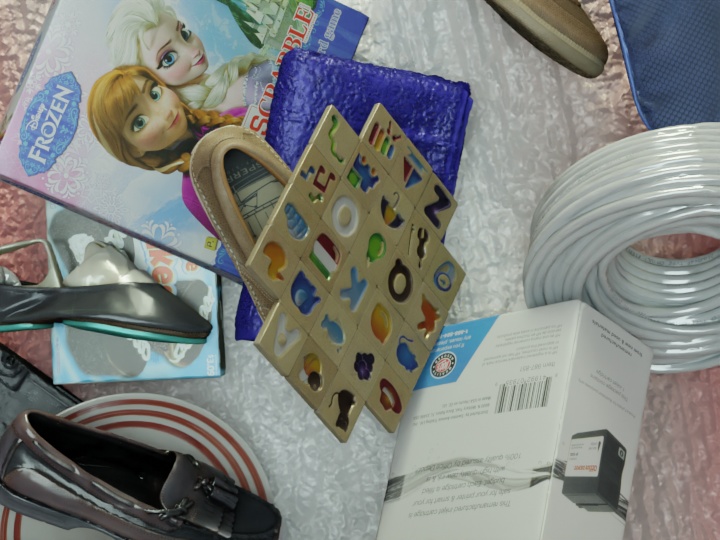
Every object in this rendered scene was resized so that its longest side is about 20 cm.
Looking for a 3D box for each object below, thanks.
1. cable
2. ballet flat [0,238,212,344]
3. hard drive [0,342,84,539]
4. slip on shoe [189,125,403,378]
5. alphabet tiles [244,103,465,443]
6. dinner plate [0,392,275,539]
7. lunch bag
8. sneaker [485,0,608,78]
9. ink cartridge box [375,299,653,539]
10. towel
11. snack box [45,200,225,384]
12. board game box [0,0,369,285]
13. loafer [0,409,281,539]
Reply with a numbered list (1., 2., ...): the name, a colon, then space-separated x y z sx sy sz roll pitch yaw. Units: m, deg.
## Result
1. cable: 0.204 -0.013 1.687 0.199 0.200 0.069 8 51 -10
2. ballet flat: -0.196 0.013 1.738 0.199 0.073 0.073 1 90 10
3. hard drive: -0.270 0.155 1.797 0.140 0.038 0.200 34 92 4
4. slip on shoe: -0.038 -0.004 1.673 0.076 0.061 0.200 -32 99 -10
5. alphabet tiles: 0.000 0.000 1.666 0.006 0.166 0.200 -6 47 40
6. dinner plate: -0.156 0.176 1.771 0.200 0.024 0.201 -4 106 -13
7. lunch bag: 0.246 -0.165 1.708 0.136 0.132 0.201 -15 85 22
8. sneaker: 0.101 -0.214 1.752 0.200 0.070 0.076 42 92 3
9. ink cartridge box: 0.095 0.134 1.677 0.145 0.084 0.200 -12 56 43
10. towel: 0.001 -0.039 1.739 0.147 0.050 0.201 8 91 -29
11. snack box: -0.154 -0.025 1.787 0.116 0.037 0.201 -3 90 3
12. board game box: -0.121 -0.117 1.740 0.199 0.041 0.200 23 83 -15
13. loafer: -0.141 0.141 1.710 0.200 0.072 0.063 15 123 -13
